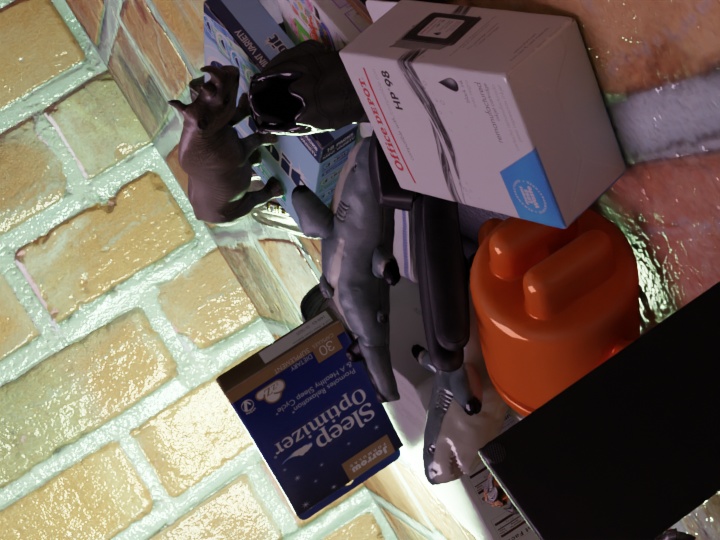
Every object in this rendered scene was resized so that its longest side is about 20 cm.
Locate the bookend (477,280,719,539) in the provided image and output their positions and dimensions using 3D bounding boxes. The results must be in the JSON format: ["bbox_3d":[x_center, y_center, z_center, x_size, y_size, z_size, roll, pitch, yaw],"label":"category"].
[{"bbox_3d":[0.170,0.112,0.847,0.092,0.199,0.199,53,168,19],"label":"bookend"}]

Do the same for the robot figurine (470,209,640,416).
[{"bbox_3d":[0.138,0.035,0.997,0.142,0.117,0.201,11,150,18],"label":"robot figurine"}]

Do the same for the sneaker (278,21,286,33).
[{"bbox_3d":[-0.054,-0.164,1.365,0.200,0.076,0.089,80,167,-64],"label":"sneaker"}]

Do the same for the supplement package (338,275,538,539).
[{"bbox_3d":[0.109,0.110,1.260,0.201,0.146,0.191,62,169,-25],"label":"supplement package"}]

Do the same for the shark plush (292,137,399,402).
[{"bbox_3d":[0.000,0.000,1.125,0.083,0.090,0.202,-15,68,57],"label":"shark plush"}]

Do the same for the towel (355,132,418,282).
[{"bbox_3d":[0.017,-0.080,1.327,0.200,0.024,0.148,-147,52,-65],"label":"towel"}]

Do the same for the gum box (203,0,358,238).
[{"bbox_3d":[-0.076,-0.140,1.291,0.170,0.044,0.200,52,164,13],"label":"gum box"}]

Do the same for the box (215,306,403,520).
[{"bbox_3d":[-0.036,0.141,1.296,0.032,0.121,0.201,47,166,52],"label":"box"}]

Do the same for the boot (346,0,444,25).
[{"bbox_3d":[-0.014,-0.236,1.049,0.201,0.073,0.076,52,175,13],"label":"boot"}]

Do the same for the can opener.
[{"bbox_3d":[0.053,-0.019,1.021,0.064,0.078,0.202,83,179,-61],"label":"can opener"}]

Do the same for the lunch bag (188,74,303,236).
[{"bbox_3d":[-0.091,-0.128,1.588,0.200,0.117,0.164,49,167,13],"label":"lunch bag"}]

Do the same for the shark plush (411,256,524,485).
[{"bbox_3d":[0.066,0.058,1.100,0.090,0.083,0.202,6,-118,-48],"label":"shark plush"}]

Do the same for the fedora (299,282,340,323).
[{"bbox_3d":[0.036,0.033,1.405,0.176,0.200,0.091,32,121,16],"label":"fedora"}]

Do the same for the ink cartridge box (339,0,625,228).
[{"bbox_3d":[0.064,-0.106,0.928,0.199,0.067,0.116,18,143,49],"label":"ink cartridge box"}]

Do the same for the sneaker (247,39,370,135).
[{"bbox_3d":[-0.053,-0.136,1.094,0.200,0.090,0.077,-1,105,65],"label":"sneaker"}]

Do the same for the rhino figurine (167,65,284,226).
[{"bbox_3d":[-0.120,-0.109,1.241,0.060,0.087,0.201,45,161,26],"label":"rhino figurine"}]

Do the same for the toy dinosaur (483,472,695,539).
[{"bbox_3d":[0.186,0.169,1.101,0.135,0.103,0.199,37,162,-25],"label":"toy dinosaur"}]

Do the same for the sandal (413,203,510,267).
[{"bbox_3d":[0.085,-0.047,1.159,0.076,0.043,0.200,39,164,-1],"label":"sandal"}]

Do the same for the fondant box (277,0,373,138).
[{"bbox_3d":[0.005,-0.173,1.163,0.200,0.058,0.145,51,168,28],"label":"fondant box"}]
